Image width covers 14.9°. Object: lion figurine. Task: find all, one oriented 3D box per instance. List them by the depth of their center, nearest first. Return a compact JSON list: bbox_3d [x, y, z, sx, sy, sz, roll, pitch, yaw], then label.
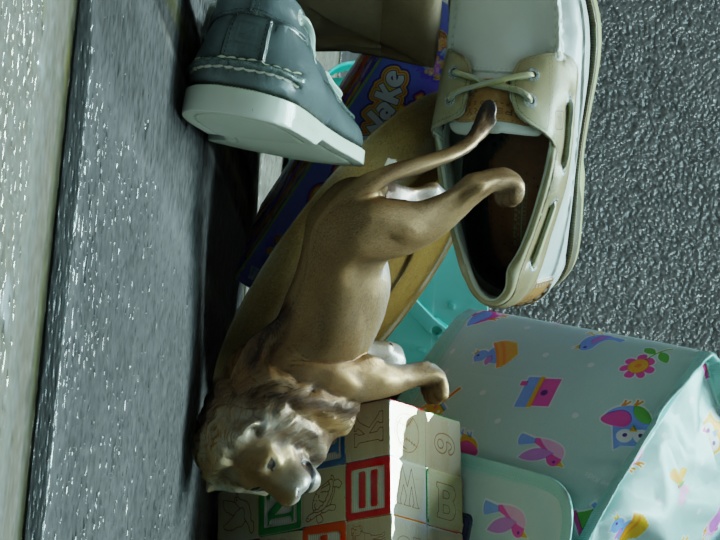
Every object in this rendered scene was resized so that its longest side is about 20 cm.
[{"bbox_3d":[-0.007,0.013,1.273,0.072,0.122,0.201,37,-61,48],"label":"lion figurine"}]

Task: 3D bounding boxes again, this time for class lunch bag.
[{"bbox_3d":[0.082,0.127,1.416,0.200,0.170,0.122,-49,131,-29],"label":"lunch bag"}]

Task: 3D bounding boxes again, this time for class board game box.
[{"bbox_3d":[0.011,-0.083,1.462,0.200,0.045,0.135,-56,-173,16],"label":"board game box"}]

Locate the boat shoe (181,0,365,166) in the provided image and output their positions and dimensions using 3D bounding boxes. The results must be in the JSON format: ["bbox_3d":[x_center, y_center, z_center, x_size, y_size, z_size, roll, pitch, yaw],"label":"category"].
[{"bbox_3d":[-0.034,-0.083,1.209,0.200,0.072,0.062,25,73,-82],"label":"boat shoe"}]

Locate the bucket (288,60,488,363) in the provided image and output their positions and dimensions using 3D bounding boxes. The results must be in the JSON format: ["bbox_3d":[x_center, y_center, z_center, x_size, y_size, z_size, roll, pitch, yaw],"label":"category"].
[{"bbox_3d":[0.022,-0.034,1.787,0.207,0.134,0.209,4,90,-88],"label":"bucket"}]

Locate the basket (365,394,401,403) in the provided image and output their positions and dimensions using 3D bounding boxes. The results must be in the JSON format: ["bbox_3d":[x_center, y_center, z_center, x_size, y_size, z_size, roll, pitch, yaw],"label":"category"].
[{"bbox_3d":[-0.009,0.160,1.550,0.180,0.135,0.201,77,21,-84],"label":"basket"}]

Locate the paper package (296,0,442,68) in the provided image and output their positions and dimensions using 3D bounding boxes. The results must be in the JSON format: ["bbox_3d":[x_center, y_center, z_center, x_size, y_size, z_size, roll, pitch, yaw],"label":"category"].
[{"bbox_3d":[-0.003,-0.228,1.309,0.191,0.103,0.201,89,5,-62],"label":"paper package"}]

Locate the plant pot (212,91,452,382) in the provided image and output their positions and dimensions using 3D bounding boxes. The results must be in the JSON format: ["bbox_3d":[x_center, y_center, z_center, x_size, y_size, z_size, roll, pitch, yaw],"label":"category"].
[{"bbox_3d":[0.000,0.000,1.384,0.200,0.027,0.200,-48,164,-18],"label":"plant pot"}]

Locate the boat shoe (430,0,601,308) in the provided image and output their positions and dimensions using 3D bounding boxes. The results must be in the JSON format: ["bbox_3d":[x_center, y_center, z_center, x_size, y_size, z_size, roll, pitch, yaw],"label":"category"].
[{"bbox_3d":[0.073,-0.080,1.319,0.068,0.074,0.201,-36,123,-65],"label":"boat shoe"}]

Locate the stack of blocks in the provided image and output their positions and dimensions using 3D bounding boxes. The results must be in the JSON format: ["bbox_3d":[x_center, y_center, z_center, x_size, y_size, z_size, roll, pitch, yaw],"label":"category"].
[{"bbox_3d":[-0.011,0.174,1.358,0.058,0.115,0.201,20,63,-47],"label":"stack of blocks"}]
